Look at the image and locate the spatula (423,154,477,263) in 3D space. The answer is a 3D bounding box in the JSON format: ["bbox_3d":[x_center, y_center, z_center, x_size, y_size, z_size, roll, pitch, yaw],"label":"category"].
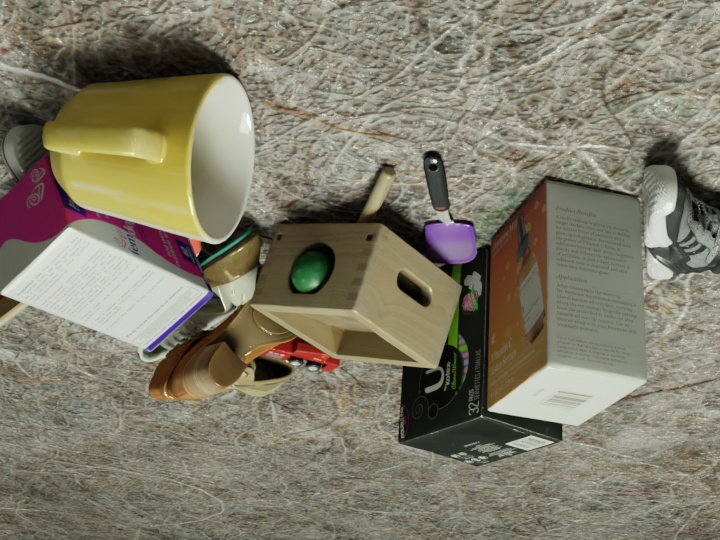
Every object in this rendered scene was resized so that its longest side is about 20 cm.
[{"bbox_3d":[0.087,-0.061,1.212,0.056,0.021,0.200,1,153,12],"label":"spatula"}]

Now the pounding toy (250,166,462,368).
[{"bbox_3d":[0.000,0.000,1.257,0.184,0.142,0.200,2,155,41],"label":"pounding toy"}]

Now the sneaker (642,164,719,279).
[{"bbox_3d":[0.334,-0.049,1.136,0.114,0.076,0.200,-2,159,14],"label":"sneaker"}]

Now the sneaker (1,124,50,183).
[{"bbox_3d":[-0.333,-0.079,1.200,0.114,0.073,0.201,-2,153,21],"label":"sneaker"}]

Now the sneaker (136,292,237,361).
[{"bbox_3d":[-0.218,0.070,1.480,0.073,0.071,0.200,22,150,-30],"label":"sneaker"}]

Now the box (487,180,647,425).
[{"bbox_3d":[0.206,0.036,1.185,0.106,0.200,0.152,10,154,-13],"label":"box"}]

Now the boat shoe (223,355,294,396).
[{"bbox_3d":[-0.173,0.128,1.590,0.064,0.071,0.200,-28,157,31],"label":"boat shoe"}]

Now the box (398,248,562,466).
[{"bbox_3d":[0.138,0.102,1.331,0.124,0.200,0.148,20,150,-31],"label":"box"}]

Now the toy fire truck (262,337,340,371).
[{"bbox_3d":[-0.052,0.082,1.498,0.200,0.049,0.141,16,151,-20],"label":"toy fire truck"}]

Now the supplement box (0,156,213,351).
[{"bbox_3d":[-0.256,-0.012,1.144,0.103,0.101,0.200,-41,144,17],"label":"supplement box"}]

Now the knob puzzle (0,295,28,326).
[{"bbox_3d":[-0.419,0.005,1.267,0.219,0.220,0.031,1,128,9],"label":"knob puzzle"}]

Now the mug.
[{"bbox_3d":[-0.195,-0.116,1.033,0.153,0.150,0.187,7,150,16],"label":"mug"}]

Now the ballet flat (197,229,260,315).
[{"bbox_3d":[-0.164,0.012,1.340,0.200,0.068,0.072,-23,98,46],"label":"ballet flat"}]

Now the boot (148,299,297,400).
[{"bbox_3d":[-0.158,0.087,1.401,0.077,0.200,0.155,50,143,-17],"label":"boot"}]

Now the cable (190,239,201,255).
[{"bbox_3d":[-0.191,-0.061,1.229,0.097,0.050,0.200,-2,155,-15],"label":"cable"}]
